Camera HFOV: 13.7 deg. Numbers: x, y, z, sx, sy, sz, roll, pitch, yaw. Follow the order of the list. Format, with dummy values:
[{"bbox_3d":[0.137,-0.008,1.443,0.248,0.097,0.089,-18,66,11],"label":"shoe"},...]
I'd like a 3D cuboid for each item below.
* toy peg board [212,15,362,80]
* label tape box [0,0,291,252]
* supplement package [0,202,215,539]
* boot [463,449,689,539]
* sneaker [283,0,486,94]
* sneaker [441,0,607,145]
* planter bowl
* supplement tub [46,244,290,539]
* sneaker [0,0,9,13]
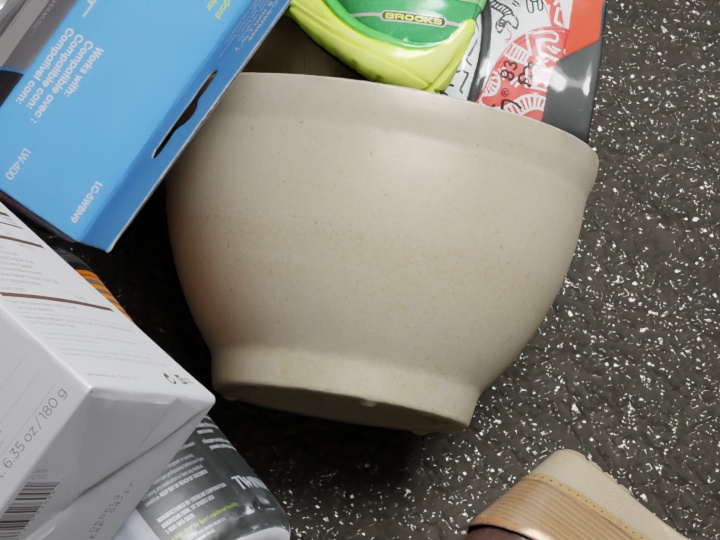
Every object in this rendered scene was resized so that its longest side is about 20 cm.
[{"bbox_3d":[-0.011,-0.145,1.523,0.199,0.098,0.200,-2,57,-1],"label":"toy peg board"},{"bbox_3d":[-0.121,-0.090,1.339,0.063,0.200,0.144,38,82,-19],"label":"label tape box"},{"bbox_3d":[-0.183,0.032,1.193,0.200,0.121,0.120,40,10,19],"label":"supplement package"},{"bbox_3d":[0.115,0.194,1.351,0.200,0.072,0.166,35,66,6],"label":"boot"},{"bbox_3d":[-0.016,-0.153,1.356,0.200,0.074,0.084,42,94,27],"label":"sneaker"},{"bbox_3d":[0.065,-0.148,1.428,0.108,0.067,0.202,8,60,2],"label":"sneaker"},{"bbox_3d":[0.000,0.000,1.371,0.200,0.200,0.135,11,82,-11],"label":"planter bowl"},{"bbox_3d":[-0.134,0.075,1.301,0.122,0.123,0.200,-29,69,-32],"label":"supplement tub"},{"bbox_3d":[-0.213,-0.140,1.451,0.200,0.077,0.081,6,64,-9],"label":"sneaker"}]
